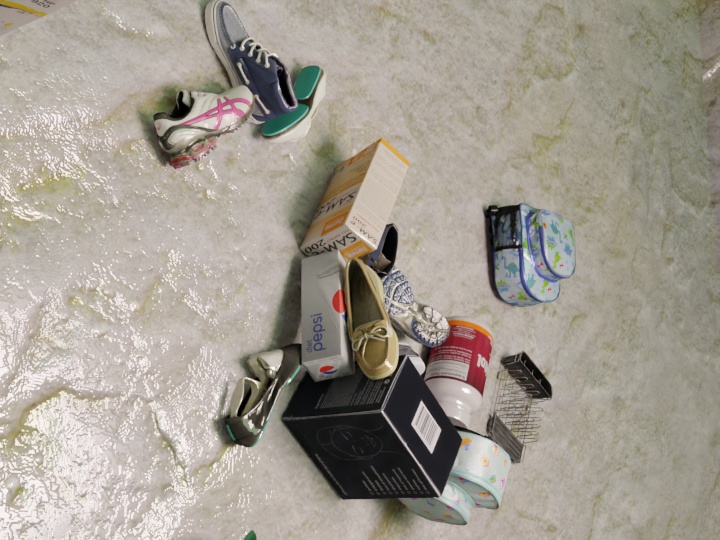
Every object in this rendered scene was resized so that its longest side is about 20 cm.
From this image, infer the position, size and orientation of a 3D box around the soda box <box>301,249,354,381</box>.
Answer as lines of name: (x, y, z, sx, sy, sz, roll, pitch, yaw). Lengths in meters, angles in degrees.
soda box: (-0.052, 0.069, 1.727, 0.064, 0.068, 0.201, 60, 22, -50)

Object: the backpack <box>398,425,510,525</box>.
backpack: (0.148, 0.340, 1.860, 0.176, 0.199, 0.154, 54, 42, -48)

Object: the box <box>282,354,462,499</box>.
box: (0.021, 0.250, 1.727, 0.201, 0.196, 0.124, 57, 41, -28)

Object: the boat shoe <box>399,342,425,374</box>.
boat shoe: (0.023, 0.149, 1.870, 0.199, 0.072, 0.068, 2, 46, -40)

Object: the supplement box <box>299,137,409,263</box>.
supplement box: (-0.008, -0.108, 1.824, 0.073, 0.126, 0.201, 39, 50, -22)

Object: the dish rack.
dish rack: (0.325, 0.286, 2.260, 0.153, 0.054, 0.201, 47, 47, -36)

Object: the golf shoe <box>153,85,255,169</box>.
golf shoe: (-0.223, -0.233, 1.612, 0.200, 0.072, 0.092, -50, 120, -46)

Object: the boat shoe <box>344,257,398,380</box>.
boat shoe: (0.010, 0.073, 1.684, 0.063, 0.073, 0.202, 52, 25, -49)

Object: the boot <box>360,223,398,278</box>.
boot: (0.000, 0.000, 1.842, 0.075, 0.096, 0.201, 43, 49, -40)

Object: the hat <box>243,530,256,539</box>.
hat: (-0.248, 0.395, 1.476, 0.201, 0.175, 0.166, 99, 12, -47)

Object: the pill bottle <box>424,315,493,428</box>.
pill bottle: (0.175, 0.194, 2.024, 0.113, 0.112, 0.201, 44, 50, -39)

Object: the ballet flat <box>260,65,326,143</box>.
ballet flat: (-0.100, -0.255, 1.803, 0.070, 0.069, 0.201, 55, 42, -30)

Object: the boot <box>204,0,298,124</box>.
boot: (-0.163, -0.330, 1.701, 0.073, 0.090, 0.201, -43, 117, -49)

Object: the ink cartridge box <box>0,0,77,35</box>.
ink cartridge box: (-0.420, -0.379, 1.266, 0.147, 0.199, 0.146, 23, 64, -49)

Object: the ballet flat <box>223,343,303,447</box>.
ballet flat: (-0.143, 0.168, 1.635, 0.068, 0.068, 0.201, 48, 45, -24)

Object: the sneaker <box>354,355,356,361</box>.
sneaker: (0.039, 0.183, 1.796, 0.201, 0.080, 0.075, 76, -11, -54)

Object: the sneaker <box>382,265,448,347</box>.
sneaker: (0.061, 0.063, 1.942, 0.200, 0.085, 0.077, 47, 69, -10)

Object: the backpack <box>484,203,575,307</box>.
backpack: (0.361, -0.030, 2.306, 0.182, 0.146, 0.202, 15, 73, -49)
